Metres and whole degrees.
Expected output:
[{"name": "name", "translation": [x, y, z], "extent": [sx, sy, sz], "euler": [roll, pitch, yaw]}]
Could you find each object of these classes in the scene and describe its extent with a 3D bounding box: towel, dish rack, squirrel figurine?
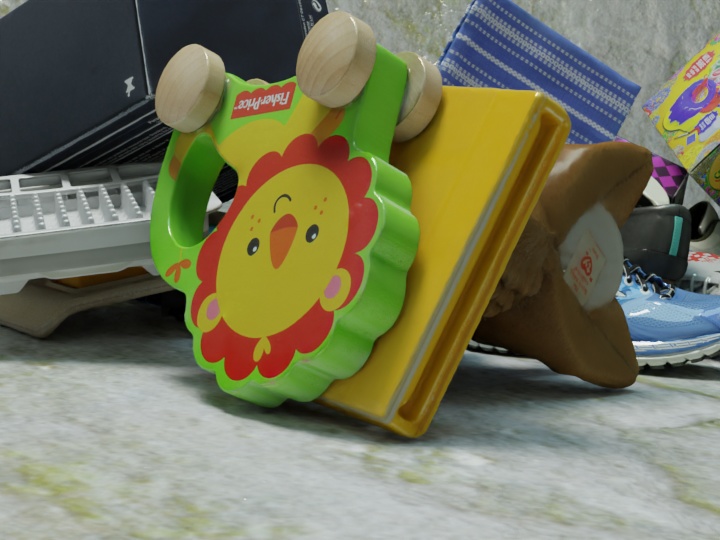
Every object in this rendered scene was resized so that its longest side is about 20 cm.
[{"name": "towel", "translation": [0.093, -0.075, 1.113], "extent": [0.144, 0.202, 0.024], "euler": [30, -4, -17]}, {"name": "dish rack", "translation": [-0.177, -0.027, 1.007], "extent": [0.169, 0.044, 0.200], "euler": [-6, 13, -12]}, {"name": "squirrel figurine", "translation": [0.047, -0.005, 0.953], "extent": [0.185, 0.144, 0.199], "euler": [0, -1, 43]}]

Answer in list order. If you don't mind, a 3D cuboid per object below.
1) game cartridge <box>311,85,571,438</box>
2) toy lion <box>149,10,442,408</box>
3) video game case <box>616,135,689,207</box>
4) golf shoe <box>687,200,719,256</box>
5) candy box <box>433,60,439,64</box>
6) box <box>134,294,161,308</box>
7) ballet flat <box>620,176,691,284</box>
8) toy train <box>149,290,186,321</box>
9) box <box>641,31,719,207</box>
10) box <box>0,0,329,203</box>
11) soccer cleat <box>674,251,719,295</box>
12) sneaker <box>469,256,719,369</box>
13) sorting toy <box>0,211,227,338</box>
[{"name": "game cartridge", "translation": [0.004, -0.015, 0.846], "extent": [0.032, 0.178, 0.199], "euler": [32, -10, -31]}, {"name": "toy lion", "translation": [-0.044, -0.026, 0.838], "extent": [0.068, 0.194, 0.199], "euler": [25, -18, -39]}, {"name": "video game case", "translation": [0.180, -0.070, 1.395], "extent": [0.199, 0.036, 0.182], "euler": [29, -23, 19]}, {"name": "golf shoe", "translation": [0.293, -0.006, 1.311], "extent": [0.198, 0.099, 0.078], "euler": [1, 4, -41]}, {"name": "candy box", "translation": [0.010, -0.063, 1.218], "extent": [0.061, 0.136, 0.200], "euler": [46, -17, 1]}, {"name": "box", "translation": [-0.142, 0.004, 1.254], "extent": [0.120, 0.033, 0.199], "euler": [0, 8, -35]}, {"name": "ballet flat", "translation": [0.179, -0.049, 1.168], "extent": [0.067, 0.069, 0.200], "euler": [9, 16, -29]}, {"name": "toy train", "translation": [-0.046, 0.021, 1.117], "extent": [0.197, 0.035, 0.046], "euler": [4, 4, 0]}, {"name": "box", "translation": [0.347, -0.083, 1.300], "extent": [0.193, 0.122, 0.200], "euler": [44, 14, -14]}, {"name": "box", "translation": [-0.148, -0.126, 1.153], "extent": [0.199, 0.125, 0.197], "euler": [-22, -17, 37]}, {"name": "soccer cleat", "translation": [0.253, 0.027, 1.101], "extent": [0.198, 0.070, 0.085], "euler": [13, 3, 33]}, {"name": "sneaker", "translation": [0.157, 0.013, 1.053], "extent": [0.198, 0.090, 0.078], "euler": [5, 7, 18]}, {"name": "sorting toy", "translation": [-0.166, -0.011, 1.097], "extent": [0.198, 0.037, 0.184], "euler": [-19, 18, -33]}]
